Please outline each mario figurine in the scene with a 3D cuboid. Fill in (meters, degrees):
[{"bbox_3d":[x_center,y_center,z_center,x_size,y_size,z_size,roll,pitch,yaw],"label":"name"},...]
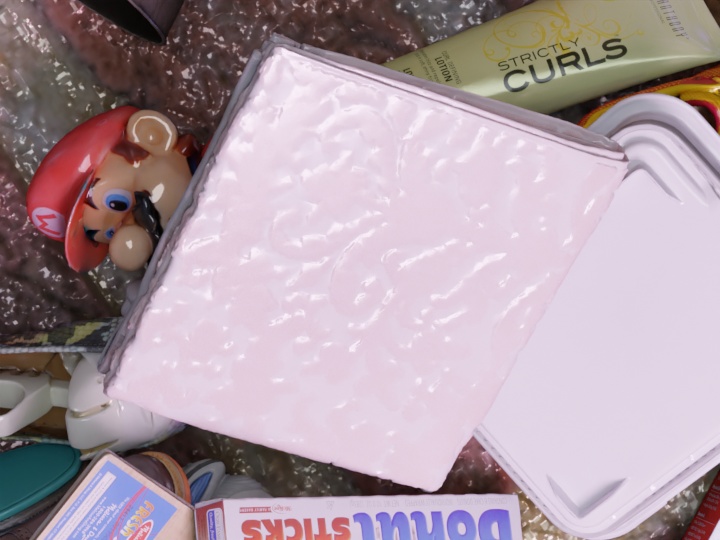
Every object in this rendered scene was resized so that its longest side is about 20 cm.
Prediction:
[{"bbox_3d":[-0.065,-0.017,1.172,0.199,0.106,0.124,7,93,7],"label":"mario figurine"}]

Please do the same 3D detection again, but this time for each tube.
[{"bbox_3d":[0.080,-0.104,1.222,0.200,0.052,0.058,-20,102,-6],"label":"tube"}]

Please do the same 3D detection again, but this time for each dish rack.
[{"bbox_3d":[0.124,0.031,1.186,0.200,0.044,0.172,-40,93,23],"label":"dish rack"}]

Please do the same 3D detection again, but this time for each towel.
[{"bbox_3d":[0.000,0.000,1.126,0.191,0.032,0.200,17,117,-24],"label":"towel"}]

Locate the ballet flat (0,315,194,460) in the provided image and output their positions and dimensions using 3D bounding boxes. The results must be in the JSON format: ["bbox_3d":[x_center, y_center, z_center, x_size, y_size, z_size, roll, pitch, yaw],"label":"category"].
[{"bbox_3d":[-0.152,0.060,1.172,0.199,0.071,0.069,-1,113,8],"label":"ballet flat"}]

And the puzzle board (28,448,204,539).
[{"bbox_3d":[-0.127,0.195,1.127,0.151,0.017,0.200,38,90,-31],"label":"puzzle board"}]

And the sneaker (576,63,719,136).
[{"bbox_3d":[0.197,-0.075,1.219,0.200,0.077,0.073,-23,90,-6],"label":"sneaker"}]

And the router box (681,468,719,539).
[{"bbox_3d":[0.264,0.165,1.237,0.200,0.049,0.180,30,87,-4],"label":"router box"}]

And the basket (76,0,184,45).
[{"bbox_3d":[-0.110,-0.242,1.169,0.180,0.136,0.200,36,83,-8],"label":"basket"}]

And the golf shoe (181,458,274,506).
[{"bbox_3d":[-0.092,0.195,1.184,0.097,0.078,0.200,30,88,10],"label":"golf shoe"}]

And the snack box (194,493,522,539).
[{"bbox_3d":[0.005,0.144,1.163,0.200,0.024,0.072,4,76,-45],"label":"snack box"}]

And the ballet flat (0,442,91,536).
[{"bbox_3d":[-0.220,0.147,1.192,0.200,0.073,0.073,-21,92,-14],"label":"ballet flat"}]

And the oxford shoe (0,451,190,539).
[{"bbox_3d":[-0.161,0.156,1.132,0.200,0.073,0.071,-46,56,-2],"label":"oxford shoe"}]
